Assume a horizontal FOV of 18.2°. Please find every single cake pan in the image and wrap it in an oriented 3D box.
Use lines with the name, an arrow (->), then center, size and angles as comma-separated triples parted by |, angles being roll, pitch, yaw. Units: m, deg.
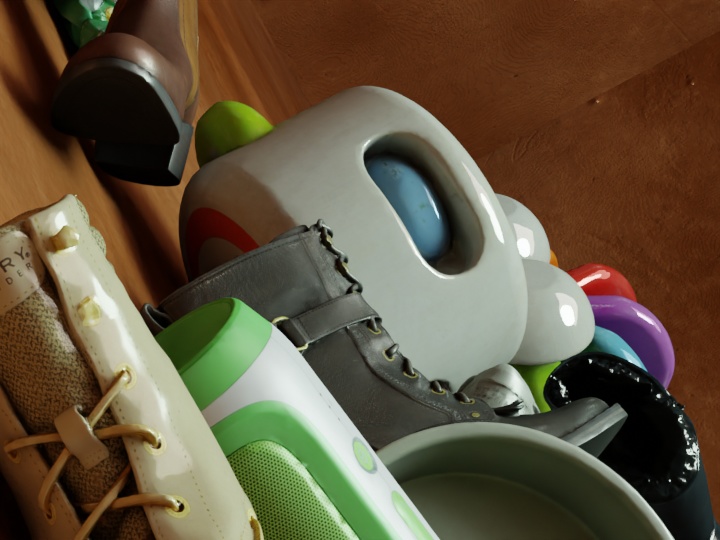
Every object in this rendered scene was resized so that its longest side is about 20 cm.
cake pan -> 0.056, 0.167, 0.970 | 0.201, 0.199, 0.037 | 63, -25, 9

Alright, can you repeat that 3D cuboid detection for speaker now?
speaker -> -0.018, 0.110, 0.872 | 0.200, 0.088, 0.088 | 54, 6, -14

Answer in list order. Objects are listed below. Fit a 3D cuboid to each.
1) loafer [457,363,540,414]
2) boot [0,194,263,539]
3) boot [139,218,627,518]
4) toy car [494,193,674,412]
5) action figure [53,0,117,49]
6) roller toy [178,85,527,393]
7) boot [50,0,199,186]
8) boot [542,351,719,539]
loafer -> 0.076, 0.104, 1.240 | 0.069, 0.070, 0.200 | 21, -15, 8
boot -> -0.075, 0.061, 0.648 | 0.156, 0.072, 0.200 | 62, 2, -12
boot -> 0.013, 0.046, 1.078 | 0.175, 0.199, 0.069 | 59, -31, 24
toy car -> 0.118, 0.056, 1.394 | 0.200, 0.149, 0.176 | -116, -156, -59
action figure -> -0.154, -0.160, 1.374 | 0.200, 0.054, 0.119 | -101, 167, -64
roller toy -> 0.000, 0.000, 1.243 | 0.182, 0.139, 0.201 | 32, -36, 48
boot -> -0.102, -0.159, 1.149 | 0.188, 0.068, 0.202 | 51, 47, -76
boot -> 0.172, 0.150, 1.208 | 0.201, 0.076, 0.168 | 54, -5, 30
